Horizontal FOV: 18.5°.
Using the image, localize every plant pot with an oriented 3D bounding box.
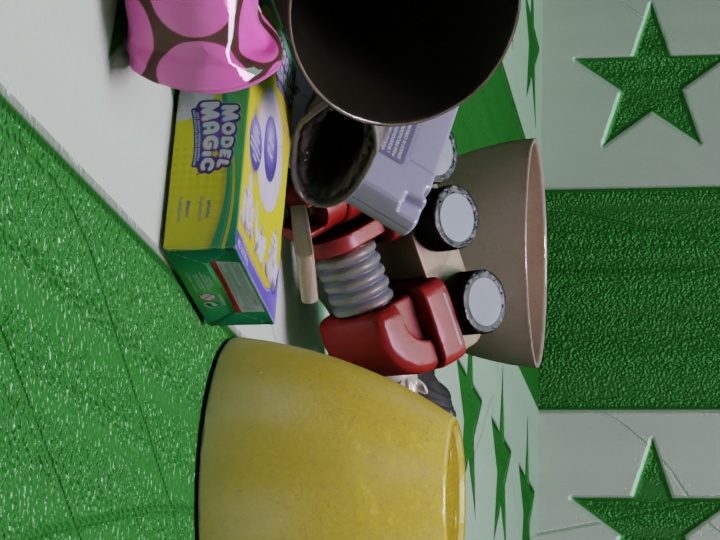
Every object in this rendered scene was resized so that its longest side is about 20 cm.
[{"bbox_3d":[-0.010,0.142,1.372,0.200,0.141,0.201,0,90,-81],"label":"plant pot"}]

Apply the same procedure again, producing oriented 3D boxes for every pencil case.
[{"bbox_3d":[-0.085,-0.195,1.126,0.093,0.090,0.201,-23,120,-41],"label":"pencil case"}]

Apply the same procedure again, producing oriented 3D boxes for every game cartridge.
[{"bbox_3d":[0.002,-0.125,1.500,0.041,0.133,0.201,-43,-162,42],"label":"game cartridge"}]

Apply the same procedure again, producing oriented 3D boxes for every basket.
[{"bbox_3d":[-0.008,-0.213,1.282,0.181,0.135,0.201,65,-1,-52],"label":"basket"}]

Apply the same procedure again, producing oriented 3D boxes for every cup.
[{"bbox_3d":[0.086,-0.014,1.941,0.200,0.142,0.202,-1,90,-81],"label":"cup"}]

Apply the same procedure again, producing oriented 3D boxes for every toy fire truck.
[{"bbox_3d":[0.000,0.000,1.528,0.200,0.128,0.177,-29,106,-41],"label":"toy fire truck"}]

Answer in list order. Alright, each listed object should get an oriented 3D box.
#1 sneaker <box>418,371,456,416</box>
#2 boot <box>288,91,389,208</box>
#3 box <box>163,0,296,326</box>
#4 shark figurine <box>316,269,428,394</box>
[{"bbox_3d":[0.036,0.085,1.866,0.200,0.075,0.091,45,39,-79],"label":"sneaker"},{"bbox_3d":[0.015,-0.161,1.395,0.200,0.072,0.183,-57,164,-49],"label":"boot"},{"bbox_3d":[-0.073,-0.081,1.299,0.117,0.048,0.201,68,22,-65],"label":"box"},{"bbox_3d":[0.003,0.087,1.664,0.128,0.089,0.216,-10,92,-46],"label":"shark figurine"}]
